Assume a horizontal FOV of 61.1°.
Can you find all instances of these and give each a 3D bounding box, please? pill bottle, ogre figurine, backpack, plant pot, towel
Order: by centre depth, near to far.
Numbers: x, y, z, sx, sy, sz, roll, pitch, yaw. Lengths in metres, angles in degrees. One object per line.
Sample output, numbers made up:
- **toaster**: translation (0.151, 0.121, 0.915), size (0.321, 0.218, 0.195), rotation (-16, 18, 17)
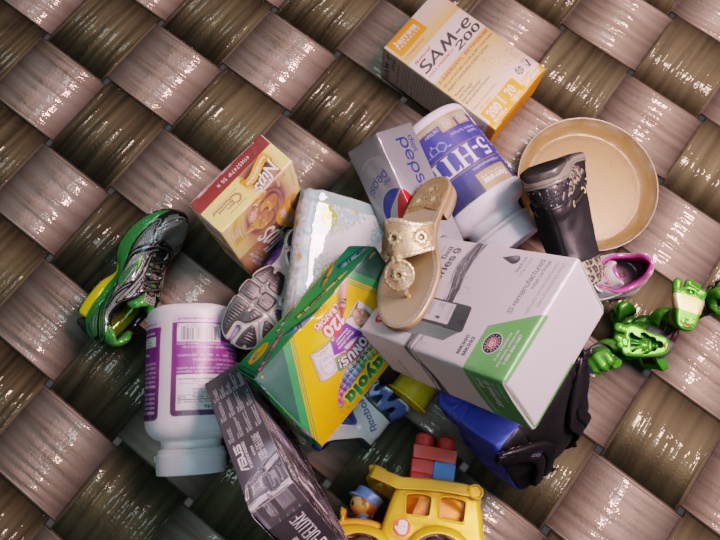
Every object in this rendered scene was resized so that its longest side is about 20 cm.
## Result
- **backpack**: translation (0.181, 0.147, 0.723), size (0.162, 0.200, 0.168), rotation (-42, 48, -6)
- **pill bottle**: translation (-0.209, 0.148, 0.759), size (0.112, 0.112, 0.201), rotation (-3, 76, -1)
- **ogre figurine**: translation (0.364, 0.081, 0.777), size (0.098, 0.120, 0.200), rotation (42, 78, 13)
- **towel**: translation (0.000, 0.000, 0.784), size (0.199, 0.048, 0.172), rotation (14, 74, -31)
- **pill bottle**: translation (0.145, -0.111, 0.821), size (0.120, 0.120, 0.200), rotation (-34, 79, -8)
- **plant pot**: translation (0.321, -0.121, 0.873), size (0.199, 0.027, 0.201), rotation (0, 77, -1)

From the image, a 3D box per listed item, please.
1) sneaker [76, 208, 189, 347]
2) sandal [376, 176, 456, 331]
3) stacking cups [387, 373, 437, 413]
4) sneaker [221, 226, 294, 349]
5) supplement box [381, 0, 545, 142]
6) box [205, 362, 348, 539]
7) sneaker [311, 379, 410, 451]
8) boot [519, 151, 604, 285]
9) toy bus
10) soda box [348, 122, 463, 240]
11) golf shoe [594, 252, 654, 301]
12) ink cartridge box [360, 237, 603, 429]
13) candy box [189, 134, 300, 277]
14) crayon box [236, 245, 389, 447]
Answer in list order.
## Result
- **sneaker**: translation (-0.280, 0.012, 0.798), size (0.085, 0.078, 0.200), rotation (25, 83, 36)
- **sandal**: translation (0.048, -0.039, 0.663), size (0.077, 0.070, 0.212), rotation (-10, 45, 37)
- **stacking cups**: translation (0.117, 0.089, 0.801), size (0.060, 0.061, 0.200), rotation (36, 79, 8)
- **sneaker**: translation (-0.107, 0.024, 0.792), size (0.081, 0.083, 0.200), rotation (42, 57, -9)
- **supplement box**: translation (0.145, -0.289, 0.887), size (0.200, 0.074, 0.126), rotation (38, 78, 8)
- **box**: translation (-0.090, 0.216, 0.663), size (0.050, 0.158, 0.200), rotation (-33, 37, -8)
- **sneaker**: translation (-0.047, 0.159, 0.773), size (0.199, 0.081, 0.115), rotation (36, 78, 7)
- **boot**: translation (0.262, -0.066, 0.777), size (0.073, 0.203, 0.154), rotation (-15, 96, 28)
- **toy bus**: translation (0.051, 0.291, 0.726), size (0.199, 0.136, 0.193), rotation (5, 63, 3)
- **soda box**: translation (0.064, -0.080, 0.779), size (0.068, 0.063, 0.201), rotation (-26, 93, -39)
- **golf shoe**: translation (0.290, 0.014, 0.807), size (0.199, 0.092, 0.076), rotation (-17, 79, -3)
- **ink cartridge box**: translation (0.118, 0.052, 0.632), size (0.146, 0.200, 0.084), rotation (-53, 126, -19)
- **candy box**: translation (-0.130, -0.071, 0.766), size (0.055, 0.200, 0.115), rotation (41, 79, 10)
- **crayon box**: translation (-0.028, 0.082, 0.698), size (0.200, 0.058, 0.119), rotation (-48, 117, -21)
